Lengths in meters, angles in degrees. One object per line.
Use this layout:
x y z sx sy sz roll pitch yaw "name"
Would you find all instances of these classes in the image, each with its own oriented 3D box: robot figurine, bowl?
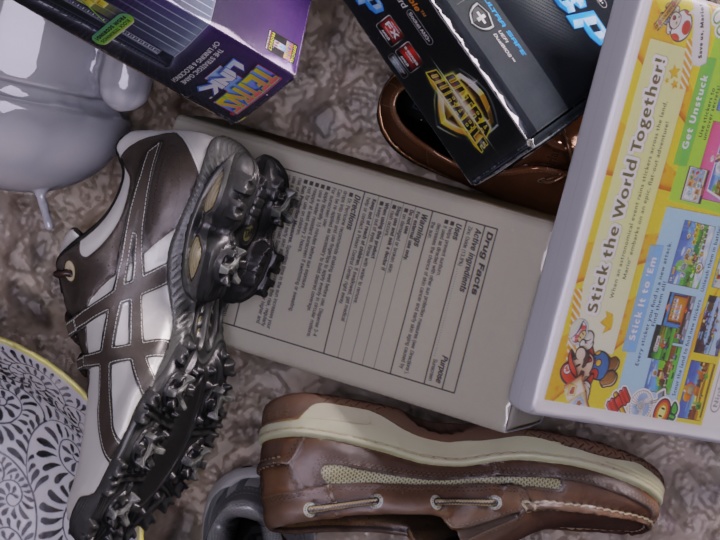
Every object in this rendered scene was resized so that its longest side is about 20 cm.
-0.156 -0.124 1.382 0.169 0.113 0.201 16 96 44 "robot figurine"
-0.199 0.122 1.412 0.200 0.094 0.202 0 94 4 "bowl"

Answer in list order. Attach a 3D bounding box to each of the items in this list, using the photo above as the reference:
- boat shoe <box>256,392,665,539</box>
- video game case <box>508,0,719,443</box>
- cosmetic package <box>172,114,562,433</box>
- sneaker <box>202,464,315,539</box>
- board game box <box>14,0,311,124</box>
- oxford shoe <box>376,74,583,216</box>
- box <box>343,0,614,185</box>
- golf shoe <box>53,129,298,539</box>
0.046 0.115 1.385 0.201 0.075 0.075 10 71 -10 "boat shoe"
0.164 -0.021 1.354 0.182 0.023 0.201 11 97 -40 "video game case"
0.000 0.000 1.377 0.199 0.071 0.106 18 96 17 "cosmetic package"
-0.057 0.200 1.396 0.075 0.115 0.201 -4 93 5 "sneaker"
-0.093 -0.190 1.315 0.165 0.057 0.201 27 51 -23 "board game box"
0.102 -0.049 1.390 0.199 0.071 0.072 16 93 1 "oxford shoe"
0.051 -0.157 1.345 0.046 0.159 0.200 -34 91 43 "box"
-0.104 0.030 1.340 0.094 0.078 0.201 21 87 23 "golf shoe"
